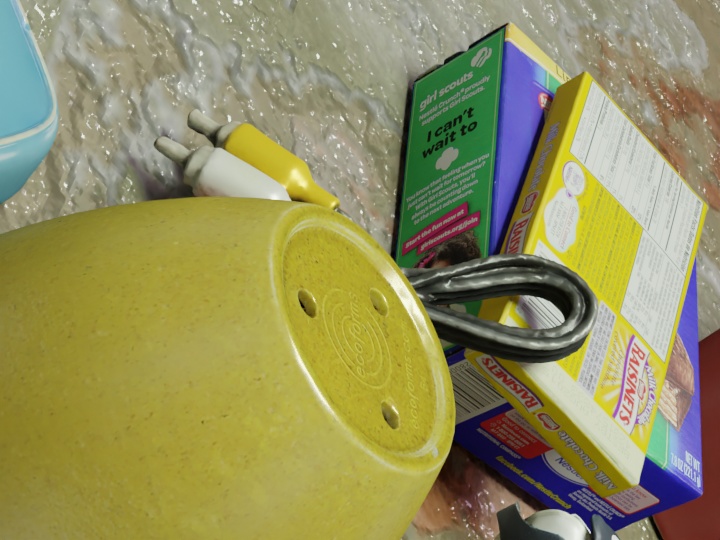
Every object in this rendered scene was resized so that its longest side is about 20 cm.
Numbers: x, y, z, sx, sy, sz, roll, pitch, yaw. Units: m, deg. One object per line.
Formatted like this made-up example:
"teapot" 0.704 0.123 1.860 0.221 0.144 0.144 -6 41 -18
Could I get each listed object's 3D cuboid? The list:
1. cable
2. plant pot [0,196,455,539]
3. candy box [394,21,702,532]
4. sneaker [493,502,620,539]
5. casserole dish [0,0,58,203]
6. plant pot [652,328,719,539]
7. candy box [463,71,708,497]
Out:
"cable" 0.000 0.000 0.873 0.199 0.050 0.097 19 52 6
"plant pot" -0.052 0.052 0.739 0.200 0.142 0.200 42 32 -33
"candy box" 0.097 0.005 1.054 0.169 0.077 0.200 36 42 -33
"sneaker" 0.084 0.174 0.931 0.130 0.079 0.199 61 33 -4
"casserole dish" -0.181 -0.075 0.759 0.200 0.039 0.121 -18 84 -56
"plant pot" 0.260 0.092 1.135 0.200 0.177 0.201 32 46 -39
"candy box" 0.111 0.002 0.985 0.102 0.026 0.200 47 40 -22
